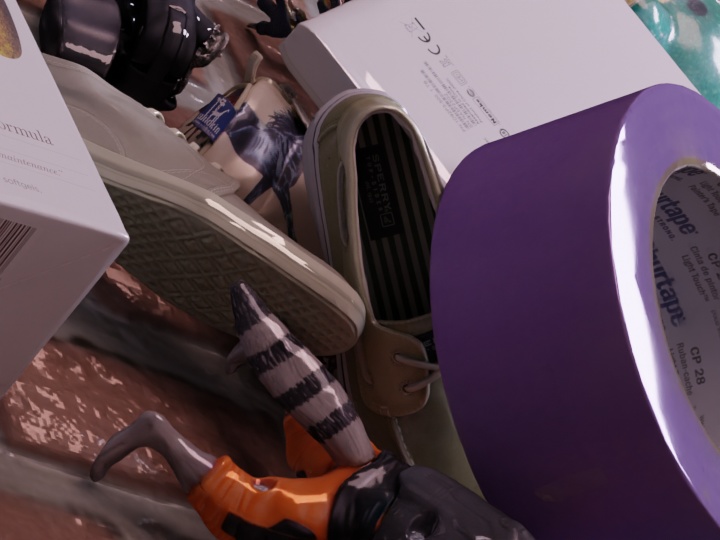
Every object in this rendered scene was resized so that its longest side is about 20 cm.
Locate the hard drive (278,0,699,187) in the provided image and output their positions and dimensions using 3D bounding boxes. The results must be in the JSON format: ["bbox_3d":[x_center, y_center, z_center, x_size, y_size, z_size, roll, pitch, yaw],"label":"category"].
[{"bbox_3d":[0.066,-0.081,1.311,0.132,0.026,0.200,52,40,8],"label":"hard drive"}]

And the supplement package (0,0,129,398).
[{"bbox_3d":[-0.186,-0.055,1.059,0.113,0.110,0.200,16,35,-44],"label":"supplement package"}]

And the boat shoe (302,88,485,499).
[{"bbox_3d":[0.020,0.024,1.198,0.062,0.072,0.201,-153,-136,-83],"label":"boat shoe"}]

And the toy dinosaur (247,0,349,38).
[{"bbox_3d":[0.032,-0.143,1.520,0.181,0.105,0.201,-12,89,-40],"label":"toy dinosaur"}]

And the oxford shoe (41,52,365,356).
[{"bbox_3d":[-0.081,-0.032,1.180,0.199,0.075,0.058,29,55,6],"label":"oxford shoe"}]

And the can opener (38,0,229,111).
[{"bbox_3d":[-0.100,-0.139,1.377,0.078,0.063,0.200,33,26,-18],"label":"can opener"}]

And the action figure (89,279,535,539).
[{"bbox_3d":[-0.002,0.102,1.086,0.193,0.105,0.200,36,20,11],"label":"action figure"}]

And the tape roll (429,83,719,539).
[{"bbox_3d":[0.116,0.032,1.192,0.200,0.085,0.201,33,48,-47],"label":"tape roll"}]

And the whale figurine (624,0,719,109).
[{"bbox_3d":[0.115,-0.071,1.457,0.200,0.159,0.104,-27,69,-43],"label":"whale figurine"}]

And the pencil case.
[{"bbox_3d":[0.000,0.000,1.265,0.200,0.090,0.078,39,11,-7],"label":"pencil case"}]
